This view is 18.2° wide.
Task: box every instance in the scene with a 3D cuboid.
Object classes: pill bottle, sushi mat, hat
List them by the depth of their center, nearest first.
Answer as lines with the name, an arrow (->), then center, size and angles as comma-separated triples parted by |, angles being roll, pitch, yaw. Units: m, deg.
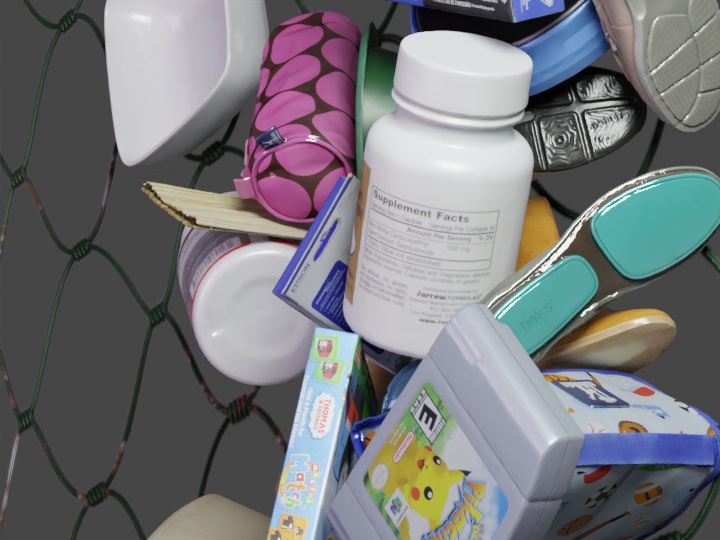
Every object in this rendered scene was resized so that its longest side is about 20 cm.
pill bottle -> 0.055, -0.052, 1.504 | 0.114, 0.114, 0.201 | 40, 128, 51
hat -> 0.088, -0.109, 1.700 | 0.200, 0.175, 0.166 | 75, -164, -75
sushi mat -> -0.067, -0.041, 1.748 | 0.096, 0.199, 0.012 | 36, 113, 51
pill bottle -> -0.087, 0.008, 1.803 | 0.200, 0.113, 0.114 | -119, 46, -71

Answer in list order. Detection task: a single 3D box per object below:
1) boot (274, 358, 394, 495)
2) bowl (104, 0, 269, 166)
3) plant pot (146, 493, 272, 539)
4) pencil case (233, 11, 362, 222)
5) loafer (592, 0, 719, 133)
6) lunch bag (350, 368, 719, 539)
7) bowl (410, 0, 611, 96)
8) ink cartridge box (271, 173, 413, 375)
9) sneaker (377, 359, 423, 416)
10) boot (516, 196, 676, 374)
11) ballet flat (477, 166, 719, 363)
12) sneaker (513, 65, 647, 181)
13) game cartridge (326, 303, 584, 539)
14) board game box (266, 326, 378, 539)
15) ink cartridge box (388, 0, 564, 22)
boot -> 0.004, 0.110, 1.733 | 0.175, 0.066, 0.201 | 35, 110, 52
bowl -> -0.147, -0.206, 2.010 | 0.200, 0.074, 0.200 | -38, 54, 46
plant pot -> -0.095, 0.285, 1.710 | 0.177, 0.199, 0.200 | -75, 9, -66
pencil case -> -0.045, -0.125, 1.772 | 0.093, 0.091, 0.200 | -15, 33, 15
loafer -> 0.182, -0.182, 1.464 | 0.072, 0.200, 0.063 | -36, 33, -14
lunch bag -> 0.116, 0.128, 1.477 | 0.200, 0.170, 0.124 | -22, 70, 52
bowl -> 0.121, -0.207, 1.573 | 0.200, 0.039, 0.201 | -25, 40, 23
ink cartridge box -> 0.000, 0.000, 1.612 | 0.039, 0.200, 0.100 | 28, 84, 31
sneaker -> 0.053, 0.166, 1.639 | 0.095, 0.079, 0.201 | 1, 85, 52
boot -> 0.134, 0.011, 1.566 | 0.201, 0.071, 0.145 | -27, 55, 45
ballet flat -> 0.151, -0.006, 1.481 | 0.068, 0.200, 0.064 | 57, 170, -7
sneaker -> 0.115, -0.091, 1.610 | 0.200, 0.115, 0.076 | -16, 80, 17
game cartridge -> 0.057, 0.137, 1.389 | 0.133, 0.040, 0.200 | 53, 128, 32
board game box -> -0.029, 0.159, 1.541 | 0.151, 0.036, 0.201 | 75, -154, -69
ink cartridge box -> 0.060, -0.226, 1.520 | 0.200, 0.044, 0.094 | 22, 124, 57
